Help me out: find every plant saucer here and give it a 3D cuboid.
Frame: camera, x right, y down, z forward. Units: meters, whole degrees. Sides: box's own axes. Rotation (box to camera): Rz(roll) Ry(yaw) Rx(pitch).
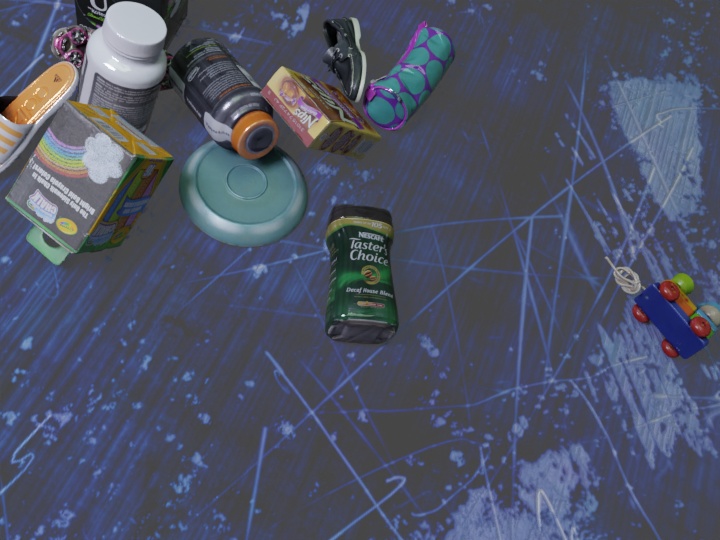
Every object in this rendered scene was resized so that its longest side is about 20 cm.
[{"bbox_3d":[-0.175,-0.130,1.189,0.198,0.027,0.202,6,61,-12],"label":"plant saucer"}]

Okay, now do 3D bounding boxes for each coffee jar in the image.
[{"bbox_3d":[0.000,0.000,1.132,0.103,0.086,0.202,5,60,-13],"label":"coffee jar"}]

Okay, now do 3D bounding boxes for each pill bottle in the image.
[{"bbox_3d":[-0.339,-0.276,1.112,0.110,0.200,0.112,15,51,-20],"label":"pill bottle"},{"bbox_3d":[-0.201,-0.255,1.180,0.105,0.107,0.200,-24,57,-26],"label":"pill bottle"}]

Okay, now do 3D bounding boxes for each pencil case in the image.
[{"bbox_3d":[0.085,-0.333,1.339,0.093,0.085,0.201,48,55,-20],"label":"pencil case"}]

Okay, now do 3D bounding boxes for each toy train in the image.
[{"bbox_3d":[0.494,0.034,1.261,0.115,0.085,0.201,-25,71,-37],"label":"toy train"}]

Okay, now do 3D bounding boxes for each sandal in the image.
[{"bbox_3d":[-0.484,-0.223,1.088,0.079,0.059,0.207,42,89,24],"label":"sandal"}]

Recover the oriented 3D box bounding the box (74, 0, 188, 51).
[{"bbox_3d":[-0.355,-0.458,1.215,0.147,0.200,0.125,21,58,-4],"label":"box"}]

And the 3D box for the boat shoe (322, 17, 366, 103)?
[{"bbox_3d":[-0.033,-0.362,1.323,0.065,0.075,0.201,7,56,-18],"label":"boat shoe"}]

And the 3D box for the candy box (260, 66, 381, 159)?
[{"bbox_3d":[-0.055,-0.236,1.197,0.117,0.056,0.200,50,21,13],"label":"candy box"}]

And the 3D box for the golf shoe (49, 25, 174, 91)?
[{"bbox_3d":[-0.376,-0.334,1.215,0.198,0.092,0.073,12,101,-31],"label":"golf shoe"}]

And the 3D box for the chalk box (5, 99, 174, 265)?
[{"bbox_3d":[-0.368,-0.105,1.043,0.124,0.124,0.201,38,102,4],"label":"chalk box"}]
